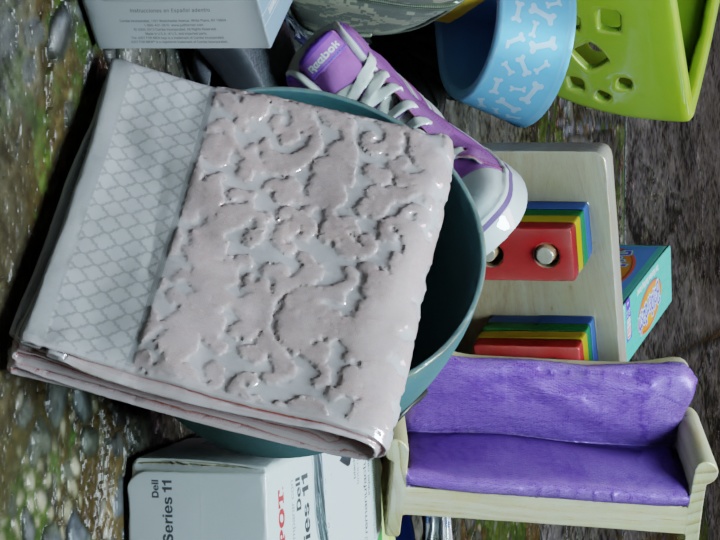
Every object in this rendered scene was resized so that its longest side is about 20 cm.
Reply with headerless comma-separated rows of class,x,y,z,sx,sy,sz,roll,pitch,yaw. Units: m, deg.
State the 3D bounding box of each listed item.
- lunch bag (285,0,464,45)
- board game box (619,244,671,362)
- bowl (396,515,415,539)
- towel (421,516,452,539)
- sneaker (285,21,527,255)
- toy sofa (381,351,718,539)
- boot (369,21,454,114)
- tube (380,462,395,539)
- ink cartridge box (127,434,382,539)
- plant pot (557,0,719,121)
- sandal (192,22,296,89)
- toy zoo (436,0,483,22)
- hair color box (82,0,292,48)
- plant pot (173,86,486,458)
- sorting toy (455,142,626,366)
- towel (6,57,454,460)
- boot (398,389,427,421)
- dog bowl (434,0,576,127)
lunch bag,0.008,-0.243,1.516,0.168,0.139,0.201,122,-28,-79
board game box,0.099,0.019,1.703,0.152,0.199,0.045,-39,127,-66
bowl,-0.008,0.230,1.646,0.201,0.039,0.201,1,90,-71
towel,0.047,0.162,1.745,0.147,0.024,0.201,123,-38,-87
sneaker,0.013,-0.076,1.407,0.114,0.073,0.200,44,1,-32
toy sofa,0.110,0.107,1.518,0.083,0.199,0.098,-94,-171,-68
boot,0.041,-0.136,1.709,0.158,0.079,0.212,46,47,-65
tube,0.005,0.202,1.553,0.058,0.052,0.201,169,-83,-65
ink cartridge box,-0.055,0.164,1.431,0.200,0.083,0.147,-17,107,-70
plant pot,0.171,-0.248,1.935,0.200,0.181,0.199,-69,153,-44
sandal,-0.078,-0.132,1.424,0.200,0.043,0.076,56,29,-53
toy zoo,0.077,-0.233,1.537,0.200,0.020,0.132,152,-58,-64
hair color box,-0.103,-0.206,1.241,0.061,0.099,0.200,-69,153,-45
plant pot,-0.044,0.022,1.333,0.135,0.200,0.200,104,2,-52
sorting toy,0.062,0.025,1.591,0.070,0.198,0.201,-51,138,-61
towel,-0.059,-0.011,1.251,0.032,0.190,0.200,103,1,-53
boot,0.000,0.000,1.503,0.068,0.130,0.200,-48,-163,53
dog bowl,0.085,-0.188,1.595,0.111,0.049,0.201,132,-41,-54
